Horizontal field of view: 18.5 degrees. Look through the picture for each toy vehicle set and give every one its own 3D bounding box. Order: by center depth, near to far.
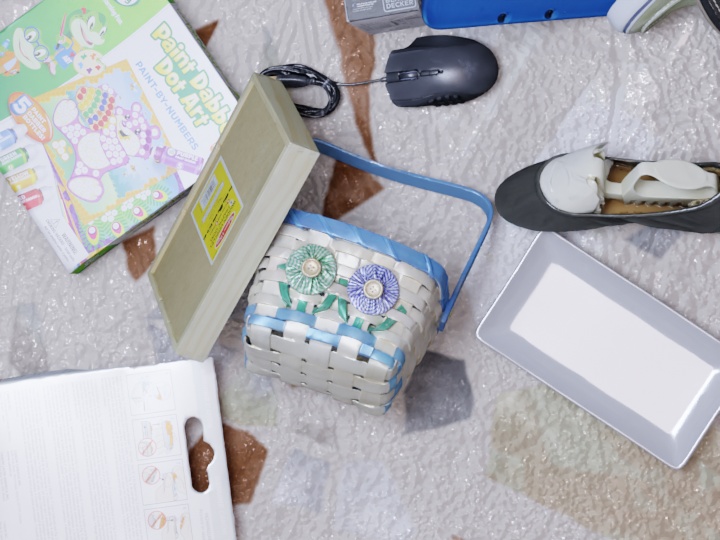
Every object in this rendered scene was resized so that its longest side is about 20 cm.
[{"bbox_3d":[-0.103,-0.043,1.732,0.026,0.124,0.200,19,114,-27],"label":"toy vehicle set"}]

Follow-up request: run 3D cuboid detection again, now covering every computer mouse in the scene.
[{"bbox_3d":[0.012,-0.156,1.787,0.199,0.034,0.059,-6,91,7],"label":"computer mouse"}]

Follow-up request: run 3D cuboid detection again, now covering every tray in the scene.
[{"bbox_3d":[0.202,0.063,1.773,0.200,0.022,0.108,34,93,5],"label":"tray"}]

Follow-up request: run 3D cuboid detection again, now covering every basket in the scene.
[{"bbox_3d":[0.000,0.000,1.747,0.176,0.139,0.201,16,58,5],"label":"basket"}]

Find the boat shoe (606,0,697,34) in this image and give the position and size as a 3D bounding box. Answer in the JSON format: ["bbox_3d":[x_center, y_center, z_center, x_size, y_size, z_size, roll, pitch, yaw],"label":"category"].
[{"bbox_3d":[0.285,-0.245,1.736,0.200,0.072,0.062,-38,84,3],"label":"boat shoe"}]

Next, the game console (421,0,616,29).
[{"bbox_3d":[0.119,-0.296,1.730,0.199,0.118,0.171,-8,58,-30],"label":"game console"}]

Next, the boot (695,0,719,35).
[{"bbox_3d":[0.329,-0.163,1.666,0.073,0.151,0.200,-34,109,6],"label":"boot"}]

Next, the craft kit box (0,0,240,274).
[{"bbox_3d":[-0.211,-0.133,1.809,0.197,0.049,0.200,-35,87,3],"label":"craft kit box"}]

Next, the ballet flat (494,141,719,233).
[{"bbox_3d":[0.205,-0.070,1.746,0.199,0.068,0.068,0,62,4],"label":"ballet flat"}]

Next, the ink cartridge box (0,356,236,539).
[{"bbox_3d":[-0.209,0.159,1.816,0.199,0.050,0.163,-7,89,-2],"label":"ink cartridge box"}]

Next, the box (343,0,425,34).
[{"bbox_3d":[0.013,-0.294,1.745,0.060,0.117,0.201,-8,91,10],"label":"box"}]
